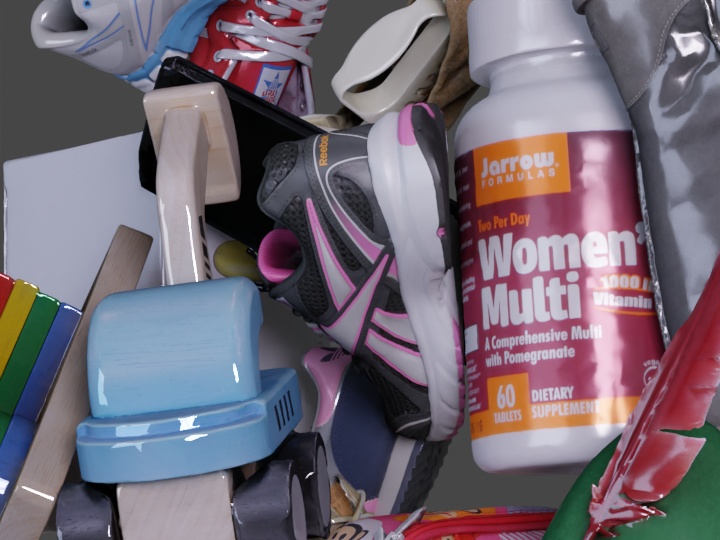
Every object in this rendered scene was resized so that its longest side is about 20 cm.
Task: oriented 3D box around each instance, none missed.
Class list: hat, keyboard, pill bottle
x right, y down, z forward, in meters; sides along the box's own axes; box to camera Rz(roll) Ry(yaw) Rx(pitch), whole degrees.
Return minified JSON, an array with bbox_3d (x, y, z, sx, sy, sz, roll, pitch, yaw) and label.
[{"bbox_3d":[0.098,0.069,0.936,0.199,0.166,0.177,-21,89,18],"label":"hat"},{"bbox_3d":[-0.015,-0.025,1.171,0.199,0.040,0.104,30,127,11],"label":"keyboard"},{"bbox_3d":[0.095,-0.017,1.036,0.109,0.109,0.201,-13,78,50],"label":"pill bottle"}]

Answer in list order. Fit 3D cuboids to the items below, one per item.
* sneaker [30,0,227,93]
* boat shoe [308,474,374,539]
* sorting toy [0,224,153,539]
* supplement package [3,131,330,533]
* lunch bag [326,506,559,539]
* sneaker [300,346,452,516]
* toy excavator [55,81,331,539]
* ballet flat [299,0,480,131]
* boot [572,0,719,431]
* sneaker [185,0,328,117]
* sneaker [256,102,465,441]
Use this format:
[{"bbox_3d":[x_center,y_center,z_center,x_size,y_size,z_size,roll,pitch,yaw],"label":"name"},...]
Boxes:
[{"bbox_3d":[-0.106,-0.159,1.210,0.200,0.086,0.075,-51,40,45],"label":"sneaker"},{"bbox_3d":[-0.027,0.127,1.114,0.199,0.075,0.069,30,109,7],"label":"boat shoe"},{"bbox_3d":[-0.180,0.097,1.136,0.200,0.069,0.199,-76,12,-55],"label":"sorting toy"},{"bbox_3d":[-0.103,0.036,1.281,0.155,0.110,0.201,-7,82,51],"label":"supplement package"},{"bbox_3d":[0.041,0.200,1.036,0.082,0.175,0.201,-6,83,51],"label":"lunch bag"},{"bbox_3d":[-0.025,0.128,1.190,0.082,0.070,0.201,29,107,13],"label":"sneaker"},{"bbox_3d":[-0.072,0.022,1.061,0.099,0.194,0.201,-6,96,7],"label":"toy excavator"},{"bbox_3d":[0.011,-0.075,1.176,0.200,0.072,0.068,-54,48,34],"label":"ballet flat"},{"bbox_3d":[0.182,-0.051,0.953,0.181,0.073,0.201,-22,80,17],"label":"boot"},{"bbox_3d":[-0.039,-0.138,1.244,0.200,0.071,0.113,-35,56,53],"label":"sneaker"},{"bbox_3d":[0.000,0.000,1.060,0.201,0.086,0.081,81,-172,-49],"label":"sneaker"}]
